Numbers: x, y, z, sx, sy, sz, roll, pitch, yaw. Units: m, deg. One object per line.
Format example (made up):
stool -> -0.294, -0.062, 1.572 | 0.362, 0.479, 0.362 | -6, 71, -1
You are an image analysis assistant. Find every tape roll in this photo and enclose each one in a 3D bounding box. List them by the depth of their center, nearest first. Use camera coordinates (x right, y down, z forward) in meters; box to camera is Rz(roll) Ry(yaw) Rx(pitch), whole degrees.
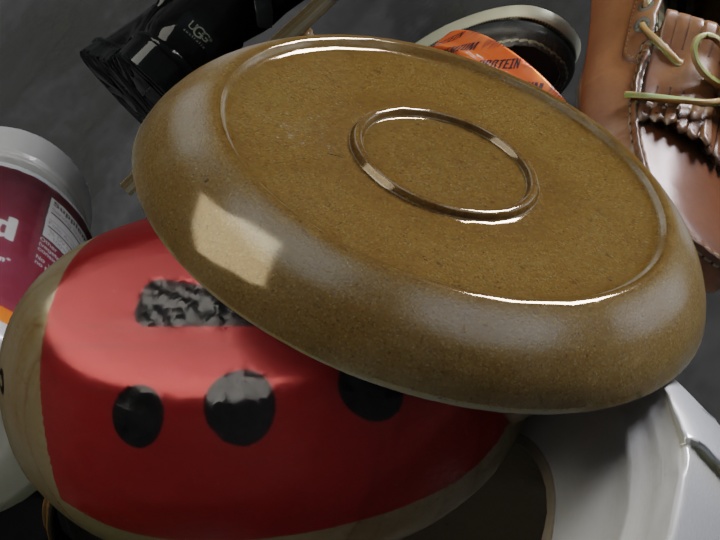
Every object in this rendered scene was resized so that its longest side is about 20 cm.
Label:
tape roll -> 0.044, 0.115, 0.580 | 0.202, 0.071, 0.203 | -35, 30, 23

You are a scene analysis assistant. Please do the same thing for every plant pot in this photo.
plant pot -> 0.025, -0.027, 0.570 | 0.200, 0.200, 0.028 | -96, 21, -55

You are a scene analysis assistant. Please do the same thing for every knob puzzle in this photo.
knob puzzle -> -0.039, -0.130, 1.022 | 0.220, 0.030, 0.220 | -43, 7, 6

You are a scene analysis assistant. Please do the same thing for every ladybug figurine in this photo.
ladybug figurine -> -0.039, 0.030, 0.585 | 0.200, 0.072, 0.136 | -1, 57, 19

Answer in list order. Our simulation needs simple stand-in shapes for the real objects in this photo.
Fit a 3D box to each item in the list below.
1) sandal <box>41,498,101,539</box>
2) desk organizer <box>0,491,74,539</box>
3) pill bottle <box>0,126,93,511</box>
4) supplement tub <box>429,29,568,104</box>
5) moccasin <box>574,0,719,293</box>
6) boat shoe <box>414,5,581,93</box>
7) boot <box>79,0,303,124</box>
sandal -> -0.100, 0.110, 0.726 | 0.055, 0.082, 0.200 | -36, 6, -23
desk organizer -> -0.206, 0.128, 0.912 | 0.200, 0.072, 0.077 | -26, 32, 34
pill bottle -> -0.188, 0.016, 0.835 | 0.114, 0.114, 0.200 | -37, 26, 19
supplement tub -> 0.000, 0.000, 0.715 | 0.200, 0.123, 0.122 | -44, 27, -14
moccasin -> 0.135, -0.075, 0.695 | 0.078, 0.074, 0.202 | -30, 31, 35
boat shoe -> 0.027, -0.057, 0.829 | 0.200, 0.072, 0.068 | -31, 38, 36
boot -> -0.081, -0.162, 1.030 | 0.162, 0.073, 0.198 | -47, 14, -11
